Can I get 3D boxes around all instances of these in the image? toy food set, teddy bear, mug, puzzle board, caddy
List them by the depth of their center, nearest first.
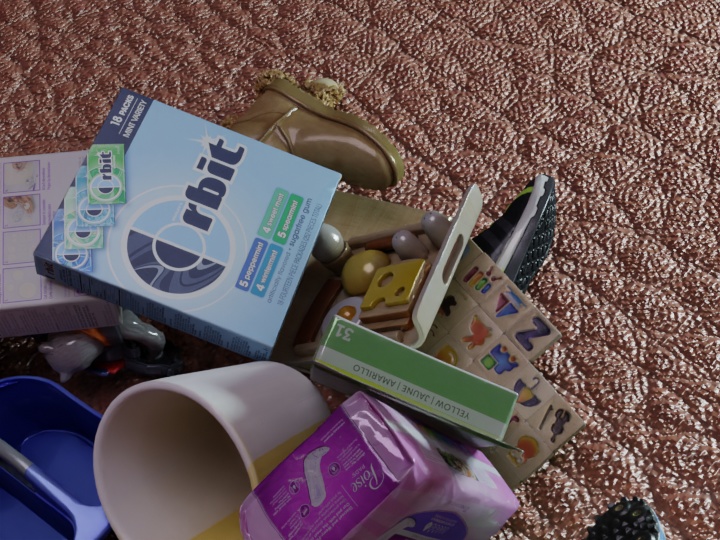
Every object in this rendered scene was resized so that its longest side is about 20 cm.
[{"bbox_3d":[-0.092,0.155,0.818,0.149,0.187,0.153,-8,6,30],"label":"mug"},{"bbox_3d":[-0.262,0.168,0.862,0.200,0.105,0.141,26,62,29],"label":"caddy"},{"bbox_3d":[0.000,0.000,0.910,0.199,0.060,0.144,-12,42,43],"label":"toy food set"},{"bbox_3d":[-0.006,0.015,0.992,0.150,0.017,0.200,14,56,22],"label":"puzzle board"},{"bbox_3d":[-0.079,-0.136,1.107,0.144,0.067,0.201,-1,47,-7],"label":"teddy bear"}]

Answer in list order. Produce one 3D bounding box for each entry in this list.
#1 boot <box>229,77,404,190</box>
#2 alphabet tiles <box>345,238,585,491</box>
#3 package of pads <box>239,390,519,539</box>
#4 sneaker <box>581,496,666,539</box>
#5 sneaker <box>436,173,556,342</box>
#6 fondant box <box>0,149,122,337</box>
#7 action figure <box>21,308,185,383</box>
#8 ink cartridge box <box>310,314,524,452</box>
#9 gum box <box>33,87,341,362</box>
[{"bbox_3d":[-0.084,-0.069,0.974,0.175,0.066,0.200,30,62,26],"label":"boot"},{"bbox_3d":[0.080,0.085,0.875,0.167,0.008,0.200,-42,60,2],"label":"alphabet tiles"},{"bbox_3d":[0.018,0.161,0.729,0.121,0.200,0.076,-45,58,7],"label":"package of pads"},{"bbox_3d":[0.197,0.244,0.735,0.072,0.073,0.200,-30,33,21],"label":"sneaker"},{"bbox_3d":[0.111,-0.015,0.951,0.083,0.072,0.200,17,57,23],"label":"sneaker"},{"bbox_3d":[-0.306,-0.020,0.911,0.199,0.058,0.145,-5,64,-8],"label":"fondant box"},{"bbox_3d":[-0.242,0.019,0.988,0.199,0.105,0.194,7,44,17],"label":"action figure"},{"bbox_3d":[0.038,0.078,0.752,0.145,0.200,0.048,23,79,1],"label":"ink cartridge box"},{"bbox_3d":[-0.137,-0.039,0.885,0.199,0.045,0.170,21,64,-3],"label":"gum box"}]
